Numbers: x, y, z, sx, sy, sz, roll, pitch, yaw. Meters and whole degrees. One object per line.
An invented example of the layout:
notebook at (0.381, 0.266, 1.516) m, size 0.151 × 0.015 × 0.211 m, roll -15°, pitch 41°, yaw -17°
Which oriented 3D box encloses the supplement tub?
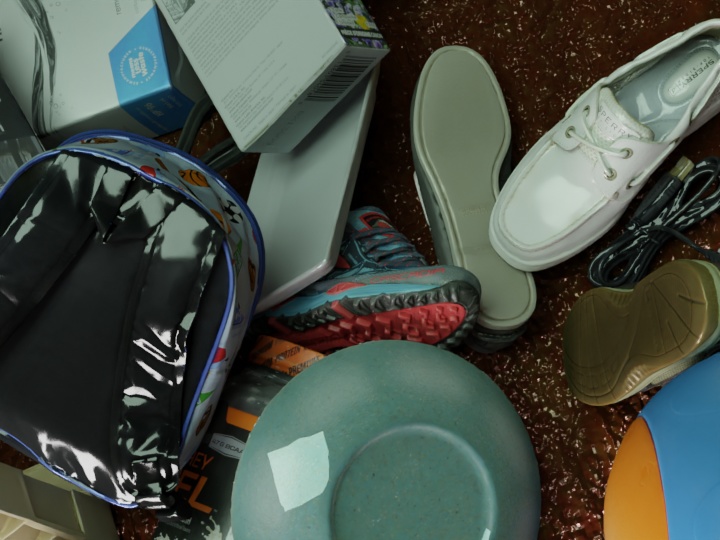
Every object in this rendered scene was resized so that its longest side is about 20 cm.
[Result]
supplement tub at (-0.056, 0.148, 1.644) m, size 0.122 × 0.123 × 0.200 m, roll 19°, pitch 82°, yaw 25°

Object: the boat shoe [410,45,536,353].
boat shoe at (0.065, -0.043, 1.689) m, size 0.067 × 0.057 × 0.200 m, roll -3°, pitch 66°, yaw -16°

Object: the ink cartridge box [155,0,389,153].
ink cartridge box at (-0.073, -0.185, 1.710) m, size 0.109 × 0.050 × 0.200 m, roll -43°, pitch 65°, yaw 31°

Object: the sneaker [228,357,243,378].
sneaker at (-0.138, 0.059, 1.732) m, size 0.076 × 0.091 × 0.200 m, roll -28°, pitch 83°, yaw -28°

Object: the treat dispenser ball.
treat dispenser ball at (0.235, 0.139, 1.489) m, size 0.201 × 0.201 × 0.201 m, roll -6°, pitch 73°, yaw 20°

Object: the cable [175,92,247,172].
cable at (-0.123, -0.039, 1.717) m, size 0.097 × 0.050 × 0.200 m, roll 15°, pitch 48°, yaw -3°

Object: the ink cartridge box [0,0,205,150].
ink cartridge box at (-0.213, -0.132, 1.816) m, size 0.200 × 0.068 × 0.116 m, roll -19°, pitch 69°, yaw 16°

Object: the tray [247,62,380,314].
tray at (-0.033, -0.049, 1.689) m, size 0.107 × 0.022 × 0.200 m, roll -31°, pitch 32°, yaw 37°

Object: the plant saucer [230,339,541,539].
plant saucer at (0.024, 0.142, 1.589) m, size 0.201 × 0.039 × 0.201 m, roll -1°, pitch 93°, yaw -21°

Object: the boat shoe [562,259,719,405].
boat shoe at (0.179, 0.038, 1.572) m, size 0.065 × 0.200 × 0.073 m, roll -1°, pitch 82°, yaw -20°

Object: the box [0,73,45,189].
box at (-0.283, -0.058, 1.768) m, size 0.158 × 0.050 × 0.200 m, roll 58°, pitch 139°, yaw 24°

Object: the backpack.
backpack at (-0.146, 0.017, 1.577) m, size 0.200 × 0.154 × 0.191 m, roll 27°, pitch 113°, yaw 1°

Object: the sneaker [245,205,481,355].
sneaker at (0.000, 0.000, 1.658) m, size 0.200 × 0.079 × 0.096 m, roll -5°, pitch 63°, yaw 48°

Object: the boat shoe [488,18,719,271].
boat shoe at (0.154, -0.084, 1.637) m, size 0.071 × 0.069 × 0.200 m, roll 43°, pitch 80°, yaw 14°

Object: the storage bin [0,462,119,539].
storage bin at (-0.282, 0.165, 1.683) m, size 0.198 × 0.200 × 0.094 m, roll -23°, pitch 69°, yaw 13°

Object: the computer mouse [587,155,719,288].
computer mouse at (0.240, 0.016, 1.614) m, size 0.200 × 0.044 × 0.110 m, roll 38°, pitch 86°, yaw 31°
